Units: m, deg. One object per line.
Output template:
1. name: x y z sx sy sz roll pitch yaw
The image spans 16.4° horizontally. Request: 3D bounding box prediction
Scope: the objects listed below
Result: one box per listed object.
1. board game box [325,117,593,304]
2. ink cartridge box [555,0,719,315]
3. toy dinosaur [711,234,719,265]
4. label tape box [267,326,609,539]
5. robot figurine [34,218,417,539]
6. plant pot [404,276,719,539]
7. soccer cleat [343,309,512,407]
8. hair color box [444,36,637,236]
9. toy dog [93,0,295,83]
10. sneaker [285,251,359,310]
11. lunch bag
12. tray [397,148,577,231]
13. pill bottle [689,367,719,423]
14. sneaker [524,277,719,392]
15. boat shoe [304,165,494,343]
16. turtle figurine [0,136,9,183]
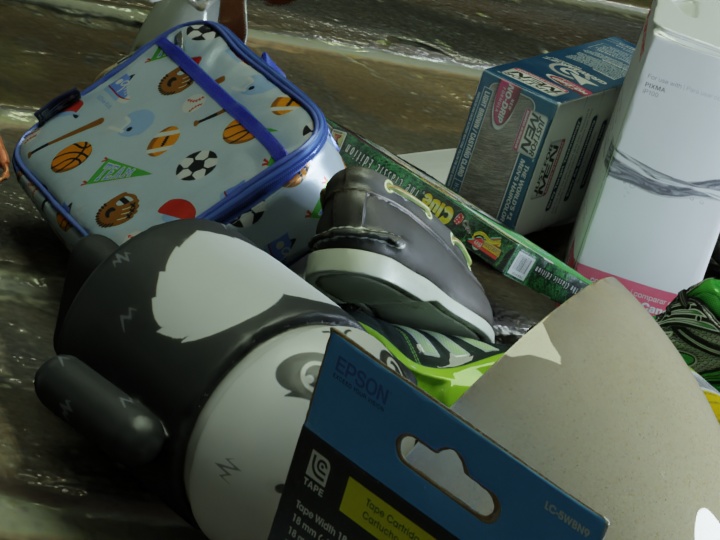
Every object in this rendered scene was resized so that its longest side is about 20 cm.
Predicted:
1. board game box: 0.060 -0.031 1.496 0.105 0.023 0.200 30 4 -44
2. ink cartridge box: 0.192 -0.067 1.559 0.083 0.200 0.147 19 22 2
3. toy dinosaur: 0.265 -0.020 1.700 0.200 0.077 0.102 48 19 -11
4. label tape box: 0.029 0.138 0.933 0.144 0.200 0.063 34 27 35
5. robot figurine: -0.063 0.051 1.172 0.150 0.125 0.200 -42 49 -14
6. plant pot: 0.091 0.121 1.067 0.134 0.200 0.200 42 27 13
7. soccer cleat: 0.026 0.060 1.325 0.200 0.068 0.081 9 -1 -12
8. hair color box: 0.135 -0.091 1.652 0.060 0.100 0.200 27 23 23
9. toy dog: -0.090 -0.150 1.600 0.096 0.200 0.132 37 49 2
10. sneaker: 0.000 0.000 1.421 0.112 0.073 0.200 16 21 -8
11. lunch bag: -0.097 -0.060 1.375 0.160 0.076 0.200 -36 38 -7
12. tray: 0.053 -0.044 1.639 0.107 0.022 0.200 31 25 33
13. pill bottle: 0.168 0.130 1.186 0.111 0.111 0.200 4 26 -32
14. sneaker: 0.182 0.041 1.402 0.200 0.085 0.078 1 17 29
15. boat shoe: 0.028 -0.001 1.332 0.072 0.061 0.201 1 -14 19
16. turtle figurine: -0.307 -0.080 1.384 0.200 0.064 0.161 38 35 23
